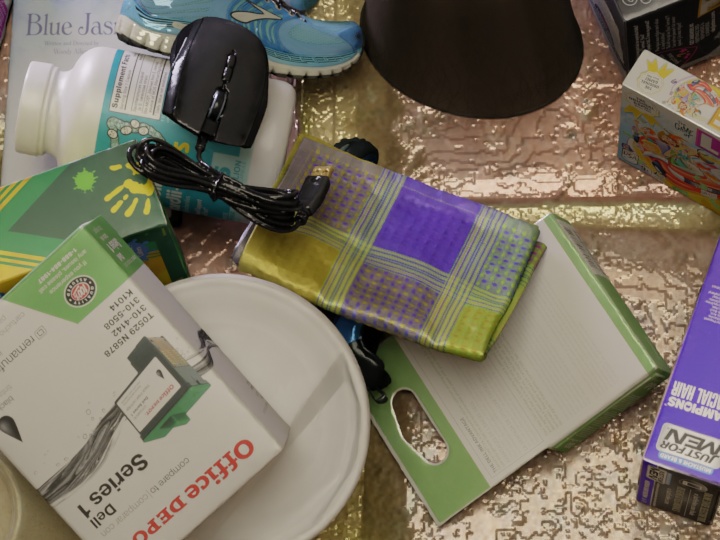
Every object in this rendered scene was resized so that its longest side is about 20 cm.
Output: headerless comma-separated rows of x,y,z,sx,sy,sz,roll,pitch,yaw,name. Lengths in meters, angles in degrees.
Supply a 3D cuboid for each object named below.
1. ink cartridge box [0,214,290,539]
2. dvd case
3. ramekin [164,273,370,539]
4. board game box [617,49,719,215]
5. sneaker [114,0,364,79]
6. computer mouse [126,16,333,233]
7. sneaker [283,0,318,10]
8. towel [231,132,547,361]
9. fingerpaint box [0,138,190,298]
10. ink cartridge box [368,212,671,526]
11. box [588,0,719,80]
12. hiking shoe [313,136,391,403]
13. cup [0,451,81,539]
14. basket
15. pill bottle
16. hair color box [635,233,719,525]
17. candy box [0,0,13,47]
-0.163,0.087,1.543,0.146,0.084,0.200,-42,93,4,ink cartridge box
-0.206,-0.127,1.822,0.142,0.018,0.201,-1,69,5,dvd case
-0.092,0.101,1.634,0.202,0.094,0.203,0,93,1,ramekin
0.282,-0.074,1.703,0.200,0.135,0.034,31,74,15,board game box
-0.083,-0.197,1.764,0.199,0.078,0.090,7,98,-29,sneaker
-0.075,-0.112,1.645,0.140,0.046,0.200,25,38,-8,computer mouse
-0.050,-0.317,1.850,0.130,0.080,0.200,27,73,12,sneaker
0.020,-0.017,1.659,0.200,0.023,0.144,24,49,9,towel
-0.212,0.001,1.678,0.166,0.200,0.074,-19,70,-4,fingerpaint box
0.106,0.074,1.710,0.200,0.048,0.146,-38,69,14,ink cartridge box
0.214,-0.263,1.780,0.114,0.132,0.200,-20,69,0,box
0.000,0.000,1.727,0.086,0.074,0.201,6,76,16,hiking shoe
-0.258,0.184,1.627,0.200,0.143,0.201,-3,73,12,cup
0.081,-0.218,1.737,0.180,0.200,0.136,17,72,10,basket
-0.153,-0.104,1.739,0.199,0.111,0.111,10,70,-2,pill bottle
0.257,0.069,1.665,0.065,0.109,0.200,17,71,10,hair color box
-0.353,-0.193,1.835,0.136,0.061,0.201,9,71,8,candy box
